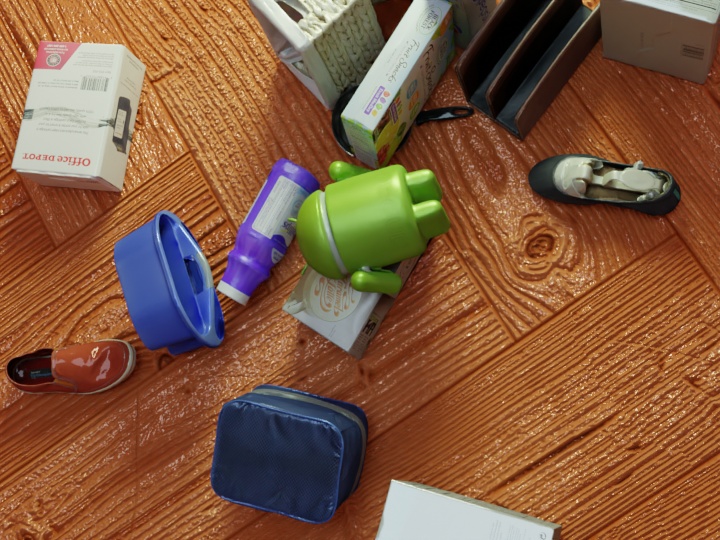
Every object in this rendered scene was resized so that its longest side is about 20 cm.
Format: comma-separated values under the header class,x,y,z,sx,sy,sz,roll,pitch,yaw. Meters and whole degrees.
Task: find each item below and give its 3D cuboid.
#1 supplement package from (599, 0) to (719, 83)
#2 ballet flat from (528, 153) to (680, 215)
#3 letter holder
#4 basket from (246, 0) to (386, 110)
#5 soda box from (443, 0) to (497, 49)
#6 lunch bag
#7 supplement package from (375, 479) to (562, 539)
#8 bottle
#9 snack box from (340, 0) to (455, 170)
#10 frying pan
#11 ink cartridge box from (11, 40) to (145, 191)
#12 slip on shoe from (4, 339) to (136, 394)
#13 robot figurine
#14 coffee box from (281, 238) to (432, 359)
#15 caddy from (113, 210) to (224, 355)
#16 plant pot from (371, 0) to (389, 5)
class,x,y,z,sx,sy,sz,roll,pitch,yaw
supplement package,0.400,-0.377,1.346,0.145,0.191,0.203,19,84,17
ballet flat,0.311,-0.117,1.379,0.197,0.073,0.074,12,81,17
letter holder,0.225,-0.297,1.401,0.100,0.142,0.201,37,89,19
basket,-0.055,-0.333,1.457,0.123,0.200,0.136,-42,72,-3
soda box,0.132,-0.363,1.409,0.063,0.200,0.069,29,86,17
lunch bag,-0.094,0.229,1.381,0.197,0.132,0.138,13,97,16
supplement package,0.124,0.352,1.284,0.197,0.151,0.154,14,82,17
bottle,-0.129,-0.051,1.472,0.065,0.084,0.202,28,85,18
snack box,0.053,-0.245,1.409,0.053,0.142,0.202,29,80,12
frying pan,0.049,-0.221,1.490,0.188,0.031,0.116,-26,76,-4
ink cartridge box,-0.413,-0.225,1.583,0.142,0.084,0.203,6,79,16
slip on shoe,-0.411,0.137,1.519,0.197,0.061,0.075,-7,75,12
robot figurine,0.008,-0.059,1.336,0.197,0.116,0.178,-17,69,10
coffee box,0.000,0.000,1.429,0.114,0.080,0.202,31,87,18
caddy,-0.248,0.019,1.460,0.104,0.141,0.203,-24,74,13
plant pot,0.026,-0.451,1.415,0.198,0.200,0.177,-22,98,9
